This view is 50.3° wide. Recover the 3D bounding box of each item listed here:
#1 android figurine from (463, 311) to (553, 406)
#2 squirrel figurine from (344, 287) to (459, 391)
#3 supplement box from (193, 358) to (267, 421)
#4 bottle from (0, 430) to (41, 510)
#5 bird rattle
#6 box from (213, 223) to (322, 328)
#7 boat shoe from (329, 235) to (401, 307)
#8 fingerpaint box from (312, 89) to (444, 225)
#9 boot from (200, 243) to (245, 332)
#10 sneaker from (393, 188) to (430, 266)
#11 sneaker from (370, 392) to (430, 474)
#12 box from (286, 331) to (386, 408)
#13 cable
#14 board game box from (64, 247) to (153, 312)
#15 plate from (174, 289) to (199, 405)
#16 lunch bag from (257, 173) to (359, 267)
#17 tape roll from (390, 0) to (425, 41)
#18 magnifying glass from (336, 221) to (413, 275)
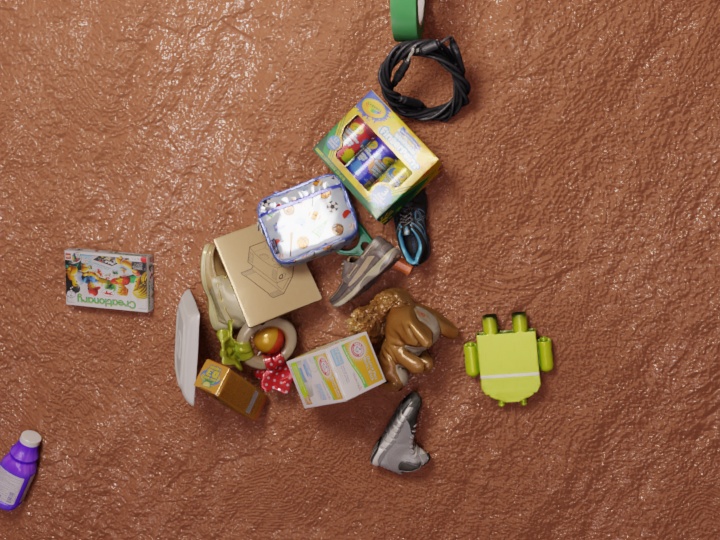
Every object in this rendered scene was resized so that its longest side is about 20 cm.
[{"bbox_3d":[0.307,0.186,1.587,0.181,0.041,0.201,-7,100,12],"label":"android figurine"},{"bbox_3d":[0.066,0.147,1.593,0.200,0.141,0.187,43,117,14],"label":"squirrel figurine"},{"bbox_3d":[-0.271,0.256,1.623,0.066,0.200,0.069,18,73,24],"label":"supplement box"},{"bbox_3d":[-0.825,0.478,1.844,0.083,0.065,0.201,28,105,3],"label":"bottle"},{"bbox_3d":[-0.201,0.169,1.618,0.199,0.113,0.163,30,105,-22],"label":"bird rattle"},{"bbox_3d":[-0.192,-0.001,1.585,0.163,0.021,0.201,-21,79,-15],"label":"box"},{"bbox_3d":[0.000,0.000,1.583,0.200,0.074,0.073,-42,80,29],"label":"boat shoe"},{"bbox_3d":[0.034,-0.221,1.500,0.167,0.073,0.200,-43,76,8],"label":"fingerpaint box"},{"bbox_3d":[-0.255,0.036,1.640,0.155,0.073,0.201,-3,107,12],"label":"boot"},{"bbox_3d":[0.101,-0.106,1.543,0.073,0.082,0.201,-12,98,15],"label":"sneaker"},{"bbox_3d":[0.112,0.359,1.649,0.115,0.075,0.201,28,115,-1],"label":"sneaker"},{"bbox_3d":[-0.052,0.205,1.560,0.200,0.101,0.113,-25,87,59],"label":"box"},{"bbox_3d":[0.123,-0.347,1.450,0.162,0.051,0.200,-18,142,8],"label":"cable"},{"bbox_3d":[-0.562,0.021,1.716,0.199,0.035,0.127,4,103,10],"label":"board game box"},{"bbox_3d":[-0.372,0.159,1.630,0.032,0.200,0.201,1,104,-18],"label":"plate"},{"bbox_3d":[-0.111,-0.104,1.560,0.199,0.076,0.161,-20,81,0],"label":"lunch bag"},{"bbox_3d":[0.090,-0.521,1.397,0.048,0.200,0.202,4,102,8],"label":"tape roll"},{"bbox_3d":[0.018,-0.047,1.604,0.199,0.022,0.080,28,105,6],"label":"magnifying glass"}]
